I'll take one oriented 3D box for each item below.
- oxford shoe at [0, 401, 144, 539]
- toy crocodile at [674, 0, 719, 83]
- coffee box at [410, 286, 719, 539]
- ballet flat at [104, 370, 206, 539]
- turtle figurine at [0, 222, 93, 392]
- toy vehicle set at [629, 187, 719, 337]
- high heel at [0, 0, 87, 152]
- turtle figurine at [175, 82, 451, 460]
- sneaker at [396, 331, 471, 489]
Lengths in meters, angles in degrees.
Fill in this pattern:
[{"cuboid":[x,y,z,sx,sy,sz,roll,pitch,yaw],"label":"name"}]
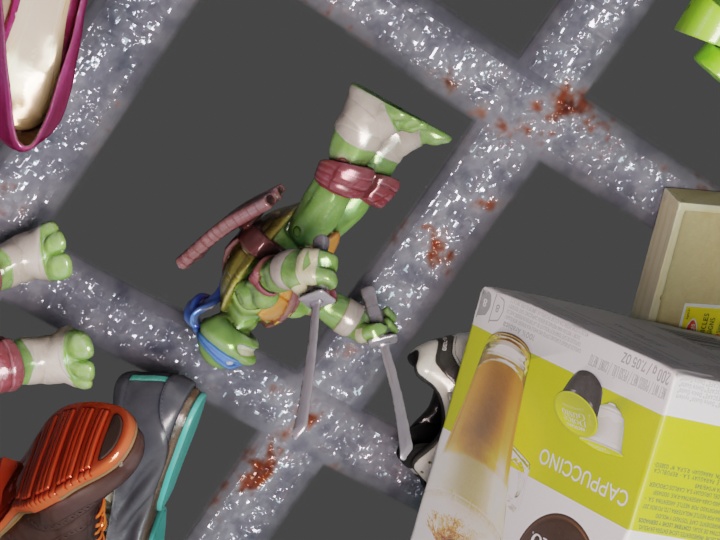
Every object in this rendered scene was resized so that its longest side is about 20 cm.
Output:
[{"cuboid":[-0.175,0.136,1.458,0.072,0.071,0.200,33,145,-21],"label":"oxford shoe"},{"cuboid":[0.276,-0.118,1.528,0.200,0.062,0.068,38,99,-28],"label":"toy crocodile"},{"cuboid":[0.178,0.142,1.472,0.200,0.200,0.198,12,98,-33],"label":"coffee box"},{"cuboid":[-0.149,0.148,1.525,0.073,0.073,0.200,5,118,-19],"label":"ballet flat"},{"cuboid":[-0.250,0.035,1.373,0.194,0.144,0.200,-14,147,-25],"label":"turtle figurine"},{"cuboid":[0.240,0.046,1.611,0.124,0.027,0.200,5,112,-19],"label":"toy vehicle set"},{"cuboid":[-0.176,-0.168,1.350,0.067,0.096,0.200,13,109,-21],"label":"high heel"},{"cuboid":[0.000,0.000,1.444,0.144,0.200,0.194,26,96,-41],"label":"turtle figurine"},{"cuboid":[0.066,0.133,1.580,0.088,0.076,0.200,-3,105,-9],"label":"sneaker"}]
